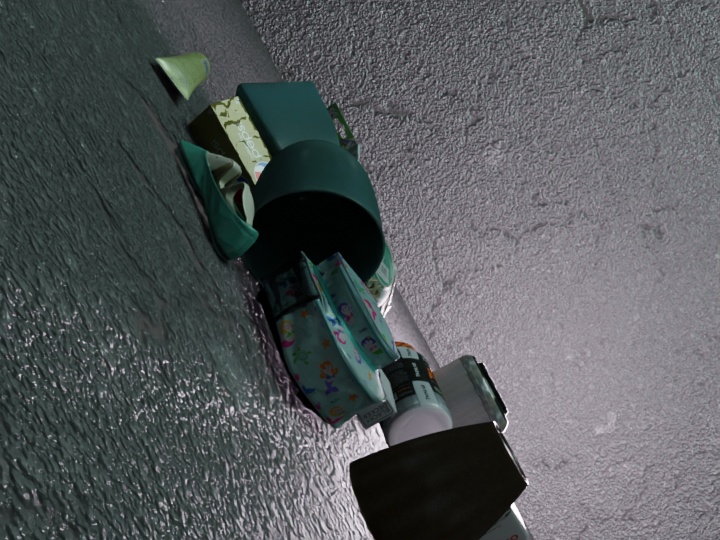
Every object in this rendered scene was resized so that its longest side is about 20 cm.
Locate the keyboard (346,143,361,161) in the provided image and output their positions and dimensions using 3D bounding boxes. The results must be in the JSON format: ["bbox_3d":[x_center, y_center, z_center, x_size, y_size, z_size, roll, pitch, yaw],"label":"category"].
[{"bbox_3d":[-0.037,-0.156,1.544,0.200,0.010,0.057,164,-68,-70],"label":"keyboard"}]

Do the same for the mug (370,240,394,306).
[{"bbox_3d":[-0.005,-0.009,1.623,0.185,0.113,0.154,-35,112,-63],"label":"mug"}]

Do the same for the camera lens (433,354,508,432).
[{"bbox_3d":[0.169,0.267,1.813,0.162,0.198,0.160,61,3,-6],"label":"camera lens"}]

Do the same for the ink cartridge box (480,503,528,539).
[{"bbox_3d":[0.158,0.372,1.512,0.201,0.143,0.085,57,6,-33],"label":"ink cartridge box"}]

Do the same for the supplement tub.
[{"bbox_3d":[0.081,0.222,1.687,0.123,0.121,0.201,56,7,-34],"label":"supplement tub"}]

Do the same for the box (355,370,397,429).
[{"bbox_3d":[-0.019,0.139,1.526,0.201,0.060,0.117,58,6,-19],"label":"box"}]

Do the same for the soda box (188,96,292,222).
[{"bbox_3d":[-0.177,-0.159,1.464,0.067,0.064,0.202,-29,89,-50],"label":"soda box"}]

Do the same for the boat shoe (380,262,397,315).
[{"bbox_3d":[0.030,0.065,1.813,0.071,0.069,0.202,45,-41,37],"label":"boat shoe"}]

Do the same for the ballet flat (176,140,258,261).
[{"bbox_3d":[-0.180,-0.104,1.258,0.202,0.070,0.067,64,7,30],"label":"ballet flat"}]

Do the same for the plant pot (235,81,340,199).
[{"bbox_3d":[-0.113,-0.188,1.560,0.201,0.140,0.142,59,-37,35],"label":"plant pot"}]

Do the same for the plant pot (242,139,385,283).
[{"bbox_3d":[-0.065,-0.087,1.352,0.201,0.198,0.162,55,23,-39],"label":"plant pot"}]

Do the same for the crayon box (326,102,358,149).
[{"bbox_3d":[-0.117,-0.238,1.815,0.127,0.198,0.052,63,7,32],"label":"crayon box"}]

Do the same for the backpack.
[{"bbox_3d":[-0.037,0.092,1.231,0.178,0.149,0.201,56,12,-43],"label":"backpack"}]

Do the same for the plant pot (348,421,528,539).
[{"bbox_3d":[0.115,0.290,1.271,0.189,0.198,0.187,59,5,-9],"label":"plant pot"}]

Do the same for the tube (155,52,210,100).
[{"bbox_3d":[-0.284,-0.318,1.538,0.200,0.057,0.053,-88,-170,-73],"label":"tube"}]

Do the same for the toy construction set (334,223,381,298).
[{"bbox_3d":[-0.043,-0.023,1.485,0.199,0.132,0.092,38,10,31],"label":"toy construction set"}]
